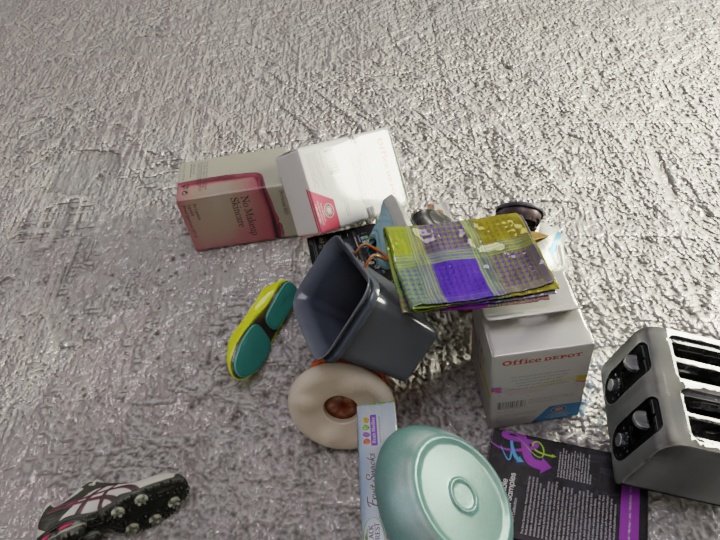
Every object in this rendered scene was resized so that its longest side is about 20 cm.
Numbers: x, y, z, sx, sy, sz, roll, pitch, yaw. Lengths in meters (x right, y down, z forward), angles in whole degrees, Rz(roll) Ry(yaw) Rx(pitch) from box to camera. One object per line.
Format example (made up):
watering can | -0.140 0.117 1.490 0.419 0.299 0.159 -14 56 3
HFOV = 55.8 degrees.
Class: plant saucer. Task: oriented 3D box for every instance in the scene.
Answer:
plant saucer | 0.106 0.258 0.764 0.200 0.036 0.200 26 40 -25

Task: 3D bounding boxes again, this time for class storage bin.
storage bin | 0.013 0.050 0.913 0.146 0.134 0.200 -57 25 10

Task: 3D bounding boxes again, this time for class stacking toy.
stacking toy | -0.019 0.142 0.981 0.146 0.147 0.200 -2 30 7

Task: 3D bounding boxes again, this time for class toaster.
toaster | 0.413 0.185 0.837 0.199 0.119 0.181 13 47 -1

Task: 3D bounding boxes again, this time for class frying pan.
frying pan | 0.159 -0.052 1.093 0.190 0.031 0.115 15 32 -37

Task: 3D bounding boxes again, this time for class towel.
towel | 0.137 -0.014 0.865 0.199 0.023 0.144 -6 52 -8

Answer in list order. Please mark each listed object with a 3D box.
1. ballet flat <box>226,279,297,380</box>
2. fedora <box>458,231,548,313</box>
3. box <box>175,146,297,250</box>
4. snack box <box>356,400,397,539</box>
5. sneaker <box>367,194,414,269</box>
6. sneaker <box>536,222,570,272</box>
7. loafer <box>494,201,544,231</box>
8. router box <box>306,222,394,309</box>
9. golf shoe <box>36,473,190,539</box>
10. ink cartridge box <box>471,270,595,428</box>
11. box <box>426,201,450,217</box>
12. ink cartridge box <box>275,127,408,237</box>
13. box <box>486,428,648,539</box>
ballet flat | -0.166 0.093 1.076 0.067 0.067 0.200 -4 40 34
fedora | 0.186 0.012 0.988 0.200 0.201 0.082 -20 82 -10
box | -0.217 -0.129 1.233 0.199 0.128 0.109 -9 47 1
snack box | 0.028 0.280 0.813 0.053 0.142 0.200 -6 47 3
sneaker | 0.041 -0.060 1.056 0.082 0.074 0.200 -33 17 9
sneaker | 0.280 0.009 1.070 0.081 0.077 0.200 23 62 -4
loafer | 0.232 -0.057 1.070 0.072 0.200 0.063 14 81 -5
router box | 0.000 0.000 1.096 0.149 0.062 0.200 -13 31 -3
golf shoe | -0.327 0.303 0.892 0.199 0.077 0.088 -22 41 -12
ink cartridge box | 0.223 0.099 0.910 0.128 0.200 0.125 -8 47 1
box | 0.142 -0.036 1.155 0.039 0.042 0.200 -6 46 3
ink cartridge box | -0.028 -0.153 1.173 0.200 0.146 0.085 -21 9 -34
box | 0.251 0.285 0.850 0.199 0.036 0.143 10 49 15
